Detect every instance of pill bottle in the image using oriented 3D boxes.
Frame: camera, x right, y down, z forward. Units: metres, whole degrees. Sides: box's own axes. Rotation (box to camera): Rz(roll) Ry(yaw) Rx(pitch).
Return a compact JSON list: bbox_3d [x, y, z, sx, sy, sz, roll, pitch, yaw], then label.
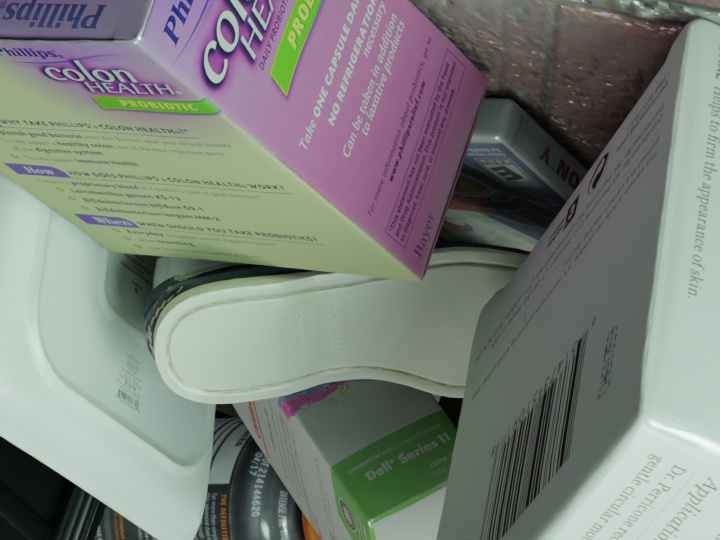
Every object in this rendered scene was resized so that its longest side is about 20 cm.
[{"bbox_3d":[-0.069,0.135,1.431,0.199,0.107,0.106,-3,153,37],"label":"pill bottle"}]

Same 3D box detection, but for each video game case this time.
[{"bbox_3d":[0.034,-0.030,1.197,0.199,0.023,0.182,4,157,39],"label":"video game case"}]

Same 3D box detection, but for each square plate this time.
[{"bbox_3d":[-0.110,0.004,1.177,0.028,0.199,0.200,-9,151,26],"label":"square plate"}]

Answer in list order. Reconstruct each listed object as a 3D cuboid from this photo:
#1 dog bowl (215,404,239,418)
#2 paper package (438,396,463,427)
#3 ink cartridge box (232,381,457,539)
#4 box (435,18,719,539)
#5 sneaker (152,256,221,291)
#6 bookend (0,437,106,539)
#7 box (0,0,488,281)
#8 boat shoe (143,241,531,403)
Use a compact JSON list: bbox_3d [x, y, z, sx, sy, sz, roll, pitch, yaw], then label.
[{"bbox_3d":[-0.097,0.077,1.571,0.199,0.074,0.200,18,162,6],"label":"dog bowl"},{"bbox_3d":[0.132,0.102,1.358,0.190,0.104,0.200,21,163,0],"label":"paper package"},{"bbox_3d":[-0.009,0.077,1.300,0.200,0.067,0.117,53,163,37],"label":"ink cartridge box"},{"bbox_3d":[0.127,0.055,0.966,0.130,0.201,0.199,23,138,-10],"label":"box"},{"bbox_3d":[0.000,0.000,1.198,0.199,0.085,0.073,3,166,-27],"label":"sneaker"},{"bbox_3d":[-0.194,0.021,1.238,0.092,0.200,0.200,-4,143,33],"label":"bookend"},{"bbox_3d":[-0.080,-0.086,1.029,0.175,0.097,0.200,5,159,38],"label":"box"},{"bbox_3d":[0.005,0.019,1.122,0.199,0.075,0.062,-9,-156,-8],"label":"boat shoe"}]
